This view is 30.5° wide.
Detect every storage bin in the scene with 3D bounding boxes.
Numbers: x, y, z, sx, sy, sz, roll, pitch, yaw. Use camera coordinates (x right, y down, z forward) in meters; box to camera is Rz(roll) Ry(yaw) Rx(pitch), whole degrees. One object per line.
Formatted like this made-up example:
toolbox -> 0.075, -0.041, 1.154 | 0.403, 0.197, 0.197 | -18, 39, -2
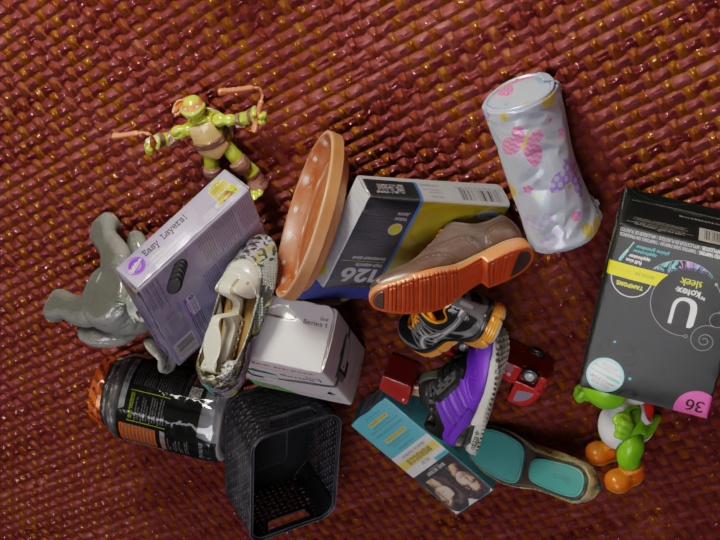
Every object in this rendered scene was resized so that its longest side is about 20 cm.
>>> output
storage bin -> -0.108, 0.256, 1.810 | 0.134, 0.094, 0.202 | -15, 130, -24

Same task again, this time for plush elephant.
plush elephant -> -0.287, 0.043, 1.744 | 0.199, 0.166, 0.154 | 27, 179, 41

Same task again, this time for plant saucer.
plant saucer -> -0.054, -0.062, 1.539 | 0.032, 0.202, 0.201 | 15, 131, -14

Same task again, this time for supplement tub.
supplement tub -> -0.271, 0.188, 1.845 | 0.197, 0.123, 0.124 | 13, 128, 11

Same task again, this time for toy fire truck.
toy fire truck -> 0.136, 0.134, 1.702 | 0.198, 0.049, 0.142 | 23, 129, 2

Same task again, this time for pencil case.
pencil case -> 0.204, -0.117, 1.474 | 0.090, 0.084, 0.202 | -16, 118, 15

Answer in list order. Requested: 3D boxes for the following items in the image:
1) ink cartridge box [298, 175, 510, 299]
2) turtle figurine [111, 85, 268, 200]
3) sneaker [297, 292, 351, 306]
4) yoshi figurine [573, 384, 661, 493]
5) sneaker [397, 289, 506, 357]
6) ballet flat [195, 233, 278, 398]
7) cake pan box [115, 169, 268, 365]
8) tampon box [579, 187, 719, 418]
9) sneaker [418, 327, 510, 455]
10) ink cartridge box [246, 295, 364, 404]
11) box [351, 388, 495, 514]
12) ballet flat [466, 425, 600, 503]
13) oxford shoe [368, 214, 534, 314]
ink cartridge box -> 0.050, -0.022, 1.557 | 0.195, 0.047, 0.201 | 0, 134, -30
turtle figurine -> -0.188, -0.153, 1.604 | 0.197, 0.065, 0.162 | -17, 129, 12
sneaker -> 0.000, 0.000, 1.638 | 0.199, 0.077, 0.076 | -32, 107, 34
yoshi figurine -> 0.309, 0.175, 1.632 | 0.111, 0.112, 0.202 | 13, 125, 19
sneaker -> 0.096, 0.053, 1.605 | 0.077, 0.079, 0.199 | 27, 159, -22
ballet flat -> -0.147, 0.048, 1.555 | 0.071, 0.203, 0.072 | 14, 171, 2
cake pan box -> -0.192, 0.002, 1.611 | 0.052, 0.184, 0.201 | 39, 163, 28
tampon box -> 0.340, 0.035, 1.476 | 0.148, 0.126, 0.203 | 13, 113, 10
sneaker -> 0.120, 0.142, 1.636 | 0.098, 0.070, 0.202 | 19, 128, 10
ink cartridge box -> -0.086, 0.099, 1.673 | 0.144, 0.086, 0.200 | 10, 166, 14
box -> 0.089, 0.239, 1.794 | 0.199, 0.049, 0.082 | 41, 128, -10
ballet flat -> 0.228, 0.257, 1.735 | 0.198, 0.071, 0.071 | 17, 133, 39
oxford shoe -> 0.095, -0.008, 1.504 | 0.197, 0.073, 0.072 | -17, 145, -15
